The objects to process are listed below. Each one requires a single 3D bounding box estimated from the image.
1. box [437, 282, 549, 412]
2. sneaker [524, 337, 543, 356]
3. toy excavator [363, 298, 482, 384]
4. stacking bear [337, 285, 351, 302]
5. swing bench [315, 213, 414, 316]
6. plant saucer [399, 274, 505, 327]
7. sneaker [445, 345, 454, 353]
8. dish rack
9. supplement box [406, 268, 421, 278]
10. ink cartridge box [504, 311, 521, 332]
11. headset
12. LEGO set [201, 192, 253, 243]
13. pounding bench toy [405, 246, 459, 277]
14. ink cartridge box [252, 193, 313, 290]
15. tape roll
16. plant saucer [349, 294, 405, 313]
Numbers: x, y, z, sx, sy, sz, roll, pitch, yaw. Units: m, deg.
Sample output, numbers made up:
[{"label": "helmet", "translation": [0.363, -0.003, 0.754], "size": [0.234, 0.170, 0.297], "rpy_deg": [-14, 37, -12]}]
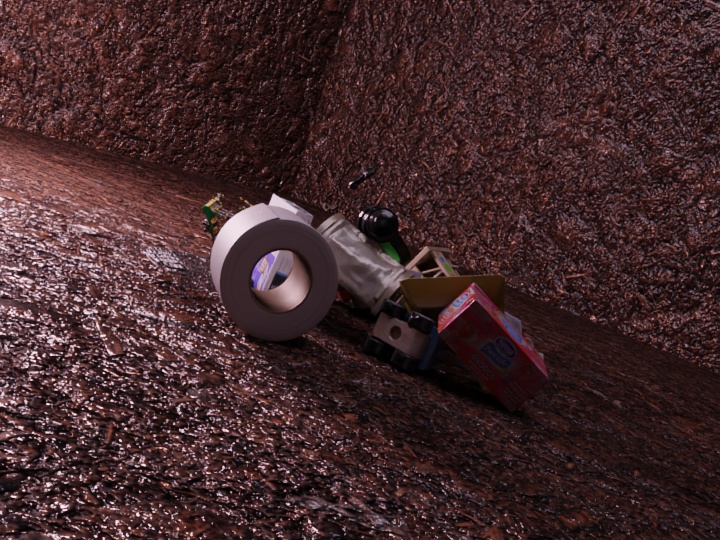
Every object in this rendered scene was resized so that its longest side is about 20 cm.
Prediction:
[{"label": "box", "translation": [0.234, 0.135, 1.343], "size": [0.200, 0.095, 0.100], "rpy_deg": [46, 17, -7]}, {"label": "sneaker", "translation": [0.317, 0.178, 1.564], "size": [0.073, 0.102, 0.200], "rpy_deg": [12, 8, -25]}, {"label": "toy excavator", "translation": [0.131, 0.144, 1.420], "size": [0.192, 0.102, 0.199], "rpy_deg": [25, 1, 31]}, {"label": "stacking bear", "translation": [-0.105, 0.002, 1.727], "size": [0.196, 0.116, 0.122], "rpy_deg": [0, -28, -29]}, {"label": "swing bench", "translation": [0.000, 0.000, 1.526], "size": [0.198, 0.130, 0.200], "rpy_deg": [40, -9, 13]}, {"label": "plant saucer", "translation": [0.181, 0.074, 1.457], "size": [0.195, 0.050, 0.201], "rpy_deg": [-3, -25, 10]}, {"label": "sneaker", "translation": [0.167, 0.131, 1.633], "size": [0.196, 0.069, 0.090], "rpy_deg": [11, 16, -31]}, {"label": "dish rack", "translation": [-0.307, 0.004, 1.437], "size": [0.196, 0.056, 0.153], "rpy_deg": [12, 9, -32]}, {"label": "supplement box", "translation": [0.051, 0.034, 1.810], "size": [0.107, 0.062, 0.199], "rpy_deg": [15, -15, -24]}, {"label": "ink cartridge box", "translation": [0.242, 0.124, 1.733], "size": [0.197, 0.044, 0.195], "rpy_deg": [-14, -23, 33]}, {"label": "headset", "translation": [0.045, -0.104, 1.529], "size": [0.201, 0.093, 0.123], "rpy_deg": [54, -8, -16]}, {"label": "LEGO set", "translation": [-0.296, -0.124, 1.925], "size": [0.196, 0.157, 0.116], "rpy_deg": [12, 39, 33]}, {"label": "pounding bench toy", "translation": [0.178, 0.065, 1.970], "size": [0.123, 0.200, 0.158], "rpy_deg": [3, 48, -55]}, {"label": "ink cartridge box", "translation": [-0.175, -0.043, 1.529], "size": [0.043, 0.202, 0.200], "rpy_deg": [21, 7, -25]}, {"label": "tape roll", "translation": [-0.148, 0.001, 1.279], "size": [0.199, 0.207, 0.139], "rpy_deg": [15, 9, -21]}, {"label": "plant saucer", "translation": [0.073, 0.075, 1.715], "size": [0.195, 0.038, 0.201], "rpy_deg": [1, -9, 0]}]
